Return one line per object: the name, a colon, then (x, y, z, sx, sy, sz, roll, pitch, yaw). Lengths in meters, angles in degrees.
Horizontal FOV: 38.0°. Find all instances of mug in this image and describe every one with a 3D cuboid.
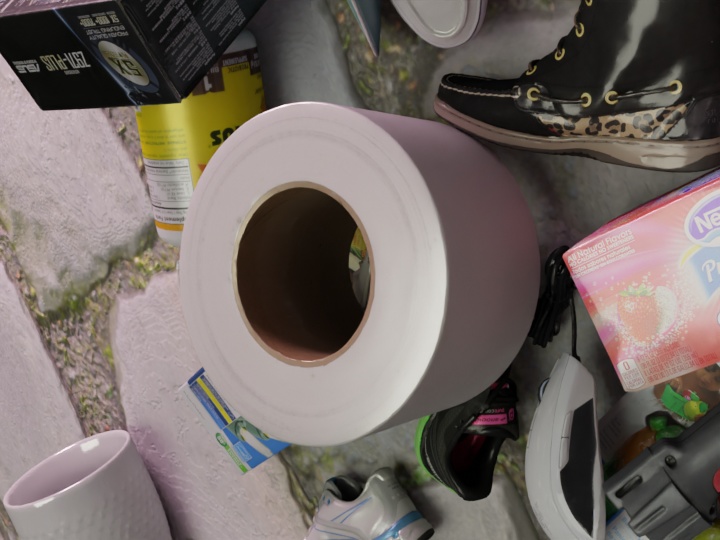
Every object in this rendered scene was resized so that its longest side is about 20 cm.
mug: (-0.286, 0.284, 1.142, 0.178, 0.146, 0.199, 67, 162, -13)

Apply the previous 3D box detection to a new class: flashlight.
flashlight: (0.246, 0.095, 0.627, 0.200, 0.068, 0.068, -44, 57, 14)

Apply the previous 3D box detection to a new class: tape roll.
tape roll: (0.000, 0.000, 0.674, 0.199, 0.138, 0.207, 2, 93, 32)

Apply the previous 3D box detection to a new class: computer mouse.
computer mouse: (0.131, 0.094, 0.698, 0.110, 0.043, 0.204, 102, 170, -68)

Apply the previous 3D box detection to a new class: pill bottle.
pill bottle: (-0.126, -0.093, 0.872, 0.108, 0.109, 0.204, 5, 111, 37)

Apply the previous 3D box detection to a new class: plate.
plate: (-0.024, -0.242, 0.704, 0.025, 0.200, 0.203, -26, 90, 5)

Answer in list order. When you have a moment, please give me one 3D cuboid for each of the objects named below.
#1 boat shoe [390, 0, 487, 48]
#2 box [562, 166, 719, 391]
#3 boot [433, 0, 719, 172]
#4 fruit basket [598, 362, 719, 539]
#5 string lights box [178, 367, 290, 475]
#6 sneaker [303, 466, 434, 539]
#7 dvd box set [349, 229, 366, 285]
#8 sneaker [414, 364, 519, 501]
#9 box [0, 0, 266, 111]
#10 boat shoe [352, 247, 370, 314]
boat shoe: (0.023, -0.216, 0.625, 0.072, 0.066, 0.202, -14, 122, 23)
box: (0.233, -0.016, 0.604, 0.198, 0.102, 0.096, -27, 89, 35)
boot: (0.141, -0.151, 0.659, 0.197, 0.073, 0.153, 17, 117, 31)
fruit basket: (0.236, 0.151, 0.688, 0.186, 0.093, 0.201, 51, 122, 21)
string lights box: (-0.077, 0.098, 0.912, 0.103, 0.059, 0.200, 52, 142, 1)
sneaker: (-0.019, 0.236, 0.951, 0.199, 0.074, 0.088, -37, 73, 36)
dvd box set: (0.015, 0.022, 0.857, 0.198, 0.029, 0.149, 26, 121, 29)
sneaker: (0.091, 0.078, 0.754, 0.084, 0.075, 0.203, -132, 40, -53)
box: (-0.155, -0.218, 0.778, 0.162, 0.201, 0.087, 3, 139, 37)
boat shoe: (0.024, 0.012, 0.778, 0.065, 0.071, 0.204, 27, 114, 33)
